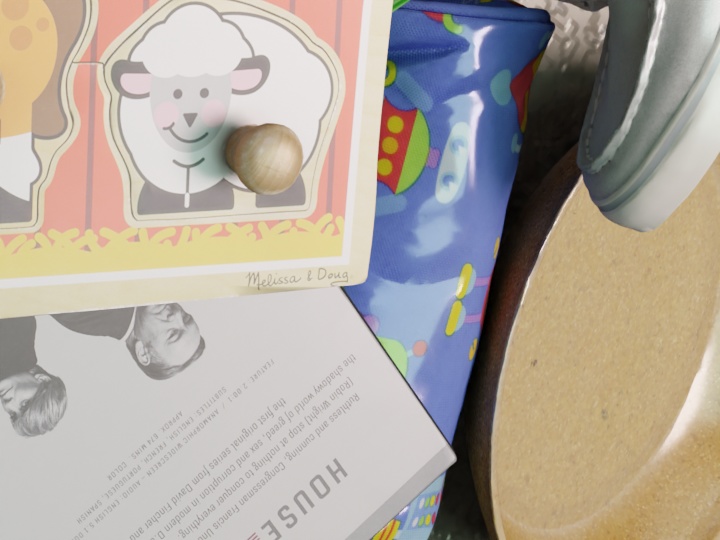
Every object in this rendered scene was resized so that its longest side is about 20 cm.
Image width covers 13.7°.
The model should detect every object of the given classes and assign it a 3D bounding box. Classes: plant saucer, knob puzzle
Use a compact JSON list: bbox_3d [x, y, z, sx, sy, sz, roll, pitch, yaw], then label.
[{"bbox_3d":[0.092,0.023,1.022,0.200,0.035,0.201,-27,126,-44],"label":"plant saucer"},{"bbox_3d":[-0.067,-0.085,0.783,0.219,0.030,0.221,-8,106,-27],"label":"knob puzzle"}]

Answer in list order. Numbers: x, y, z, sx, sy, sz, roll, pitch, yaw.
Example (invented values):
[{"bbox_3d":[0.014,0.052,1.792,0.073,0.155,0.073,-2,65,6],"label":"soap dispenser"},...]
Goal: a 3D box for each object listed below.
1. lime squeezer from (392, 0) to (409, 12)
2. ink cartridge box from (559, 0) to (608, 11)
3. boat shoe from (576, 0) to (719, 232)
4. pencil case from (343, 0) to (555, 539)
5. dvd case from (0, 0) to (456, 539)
[{"bbox_3d":[-0.012,-0.043,0.883,0.038,0.071,0.200,6,119,-54],"label":"lime squeezer"},{"bbox_3d":[0.119,-0.187,0.971,0.200,0.084,0.146,-23,117,-29],"label":"ink cartridge box"},{"bbox_3d":[0.096,-0.113,0.887,0.068,0.072,0.201,18,102,-16],"label":"boat shoe"},{"bbox_3d":[0.000,0.000,0.943,0.087,0.078,0.201,11,98,-11],"label":"pencil case"},{"bbox_3d":[-0.078,0.030,0.839,0.150,0.025,0.200,-41,119,-13],"label":"dvd case"}]
